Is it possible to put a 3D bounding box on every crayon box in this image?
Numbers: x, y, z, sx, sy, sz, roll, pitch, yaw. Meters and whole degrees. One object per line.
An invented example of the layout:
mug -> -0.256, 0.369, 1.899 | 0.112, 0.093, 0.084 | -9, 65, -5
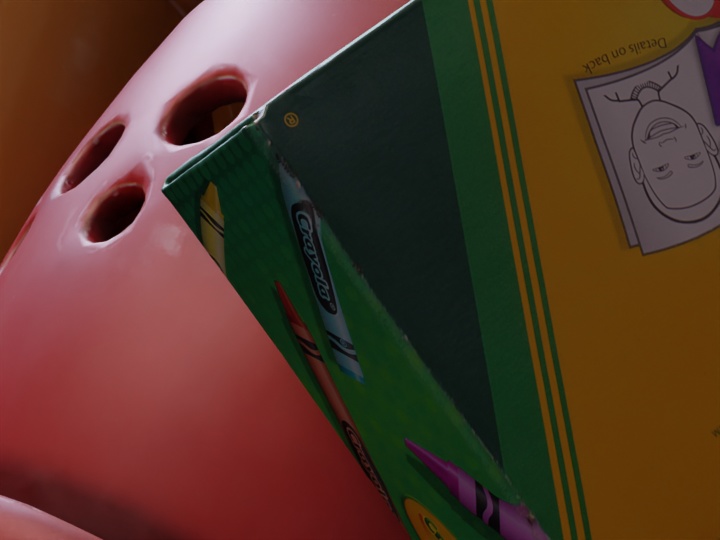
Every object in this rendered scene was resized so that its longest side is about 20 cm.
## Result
crayon box -> 0.075, -0.027, 0.570 | 0.200, 0.119, 0.058 | -37, 4, -25

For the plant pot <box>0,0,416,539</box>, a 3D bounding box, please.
plant pot -> -0.009, 0.060, 0.653 | 0.200, 0.200, 0.183 | -12, 35, 53

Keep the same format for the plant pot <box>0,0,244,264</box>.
plant pot -> -0.127, -0.021, 0.797 | 0.200, 0.200, 0.184 | -25, 38, 31
